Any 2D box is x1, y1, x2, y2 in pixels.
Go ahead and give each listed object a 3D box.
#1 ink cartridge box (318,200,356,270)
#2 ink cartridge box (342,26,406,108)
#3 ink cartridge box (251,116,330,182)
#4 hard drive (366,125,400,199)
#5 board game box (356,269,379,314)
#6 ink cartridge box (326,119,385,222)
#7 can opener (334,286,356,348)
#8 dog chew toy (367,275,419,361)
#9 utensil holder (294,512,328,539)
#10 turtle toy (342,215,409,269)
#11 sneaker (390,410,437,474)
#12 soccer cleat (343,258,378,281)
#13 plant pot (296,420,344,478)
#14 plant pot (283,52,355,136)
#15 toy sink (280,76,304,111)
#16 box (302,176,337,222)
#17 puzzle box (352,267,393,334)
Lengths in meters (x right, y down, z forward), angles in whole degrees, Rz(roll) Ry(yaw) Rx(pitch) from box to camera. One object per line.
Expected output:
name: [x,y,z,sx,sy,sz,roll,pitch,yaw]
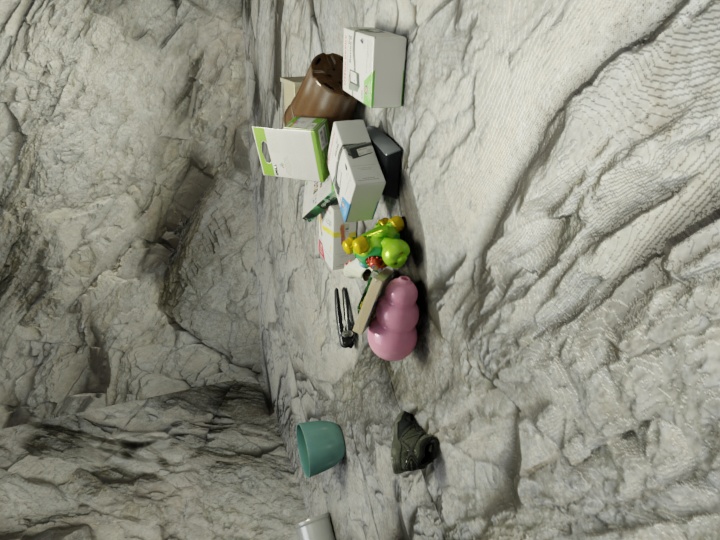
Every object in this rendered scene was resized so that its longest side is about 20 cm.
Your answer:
ink cartridge box: [-0.073,-0.128,1.679,0.146,0.081,0.206,-129,36,-55]
ink cartridge box: [0.026,-0.475,1.254,0.201,0.082,0.150,-128,35,-55]
ink cartridge box: [-0.179,-0.330,1.453,0.195,0.076,0.151,11,132,23]
hard drive: [0.042,-0.273,1.351,0.201,0.041,0.138,-125,33,-53]
board game box: [0.019,0.063,1.416,0.200,0.023,0.107,91,-156,-81]
ink cartridge box: [-0.016,-0.247,1.338,0.146,0.082,0.205,111,147,-56]
can opener: [-0.058,0.155,1.777,0.079,0.062,0.206,142,118,-68]
dog chew toy: [0.084,0.110,1.276,0.125,0.121,0.205,-129,43,-55]
utensil holder: [-0.194,1.230,2.441,0.171,0.165,0.205,117,138,-59]
turtle toy: [0.051,-0.056,1.299,0.103,0.143,0.199,64,163,-12]
sneaker: [0.135,0.419,1.329,0.200,0.110,0.079,-69,-27,-72]
soccer cleat: [0.000,0.000,1.549,0.200,0.067,0.080,138,119,-64]
plant pot: [-0.151,0.681,2.106,0.200,0.156,0.207,171,90,-70]
plant pot: [-0.092,-0.461,1.472,0.199,0.195,0.205,-53,48,52]
toy sink: [-0.176,-0.557,1.739,0.200,0.127,0.115,-134,40,-58]
box: [-0.105,-0.255,1.618,0.199,0.036,0.148,-35,44,43]
puzzle box: [0.034,0.069,1.312,0.200,0.025,0.136,-29,-39,-77]
